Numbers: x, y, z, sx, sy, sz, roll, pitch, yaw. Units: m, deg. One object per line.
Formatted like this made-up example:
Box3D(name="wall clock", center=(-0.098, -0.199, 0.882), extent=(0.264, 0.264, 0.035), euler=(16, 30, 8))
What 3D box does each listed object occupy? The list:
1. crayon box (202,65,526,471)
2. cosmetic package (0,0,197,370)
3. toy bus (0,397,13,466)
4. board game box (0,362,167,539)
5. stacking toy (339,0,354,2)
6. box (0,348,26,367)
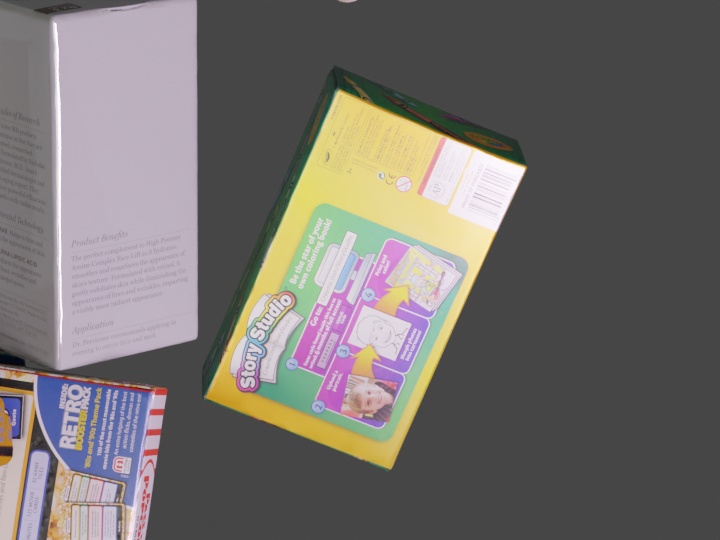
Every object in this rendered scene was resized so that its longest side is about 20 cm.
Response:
Box3D(name="crayon box", center=(0.000, 0.000, 1.636), extent=(0.118, 0.058, 0.200), euler=(22, 104, -9))
Box3D(name="cosmetic package", center=(-0.148, -0.054, 1.584), extent=(0.101, 0.074, 0.201), euler=(-12, 109, -40))
Box3D(name="toy bus", center=(-0.289, 0.079, 1.528), extent=(0.199, 0.065, 0.079), euler=(-5, 83, 9))
Box3D(name="board game box", center=(-0.217, 0.124, 1.576), extent=(0.199, 0.046, 0.152), euler=(9, 89, 5))
Box3D(name="stacking toy", center=(-0.045, -0.243, 1.554), extent=(0.085, 0.085, 0.200), euler=(-42, 101, 8))
Box3D(name="box", center=(-0.264, -0.023, 1.619), extent=(0.122, 0.048, 0.201), euler=(-10, 106, -1))
